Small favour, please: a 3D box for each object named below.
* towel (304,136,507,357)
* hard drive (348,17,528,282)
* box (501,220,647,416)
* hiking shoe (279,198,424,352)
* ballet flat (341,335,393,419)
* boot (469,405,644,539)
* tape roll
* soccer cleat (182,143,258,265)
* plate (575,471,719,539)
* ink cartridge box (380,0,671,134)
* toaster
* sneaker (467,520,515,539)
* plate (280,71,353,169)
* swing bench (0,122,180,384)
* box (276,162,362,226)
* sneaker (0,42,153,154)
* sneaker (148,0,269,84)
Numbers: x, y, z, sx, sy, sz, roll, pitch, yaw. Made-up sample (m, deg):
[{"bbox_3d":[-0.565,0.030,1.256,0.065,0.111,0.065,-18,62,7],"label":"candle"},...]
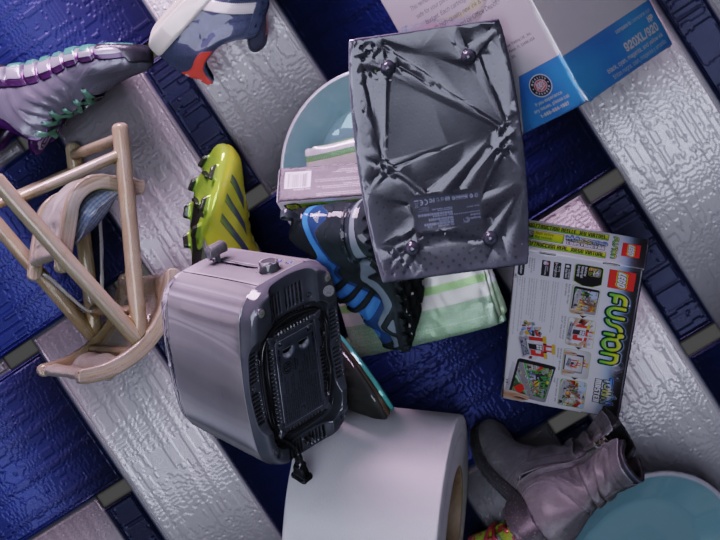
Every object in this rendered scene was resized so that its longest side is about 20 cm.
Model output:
[{"bbox_3d":[0.039,-0.031,1.554,0.151,0.023,0.202,-13,102,16],"label":"towel"},{"bbox_3d":[0.063,-0.097,1.374,0.134,0.042,0.202,-8,106,3],"label":"hard drive"},{"bbox_3d":[0.185,0.046,1.499,0.109,0.035,0.201,10,137,9],"label":"box"},{"bbox_3d":[0.000,0.000,1.490,0.086,0.075,0.201,5,146,22],"label":"hiking shoe"},{"bbox_3d":[-0.037,0.074,1.549,0.068,0.200,0.068,-30,138,-1],"label":"ballet flat"},{"bbox_3d":[0.179,0.167,1.521,0.132,0.200,0.070,-43,121,9],"label":"boot"},{"bbox_3d":[0.018,0.224,1.549,0.138,0.203,0.205,4,104,10],"label":"tape roll"},{"bbox_3d":[-0.123,-0.019,1.606,0.083,0.065,0.202,2,100,-19],"label":"soccer cleat"},{"bbox_3d":[0.251,0.269,1.556,0.199,0.026,0.202,-8,114,-19],"label":"plate"},{"bbox_3d":[0.129,-0.228,1.426,0.147,0.144,0.201,-23,99,49],"label":"ink cartridge box"},{"bbox_3d":[-0.091,0.074,1.459,0.129,0.113,0.202,17,125,41],"label":"toaster"},{"bbox_3d":[0.146,0.257,1.596,0.090,0.078,0.201,27,103,15],"label":"sneaker"},{"bbox_3d":[0.025,-0.088,1.567,0.198,0.026,0.202,3,104,12],"label":"plate"},{"bbox_3d":[-0.252,-0.010,1.538,0.129,0.199,0.201,-25,98,-20],"label":"swing bench"},{"bbox_3d":[0.038,-0.055,1.481,0.198,0.110,0.035,-4,63,15],"label":"box"},{"bbox_3d":[-0.275,-0.156,1.588,0.198,0.074,0.088,-9,90,24],"label":"sneaker"},{"bbox_3d":[-0.099,-0.252,1.539,0.084,0.075,0.200,41,107,-16],"label":"sneaker"}]
